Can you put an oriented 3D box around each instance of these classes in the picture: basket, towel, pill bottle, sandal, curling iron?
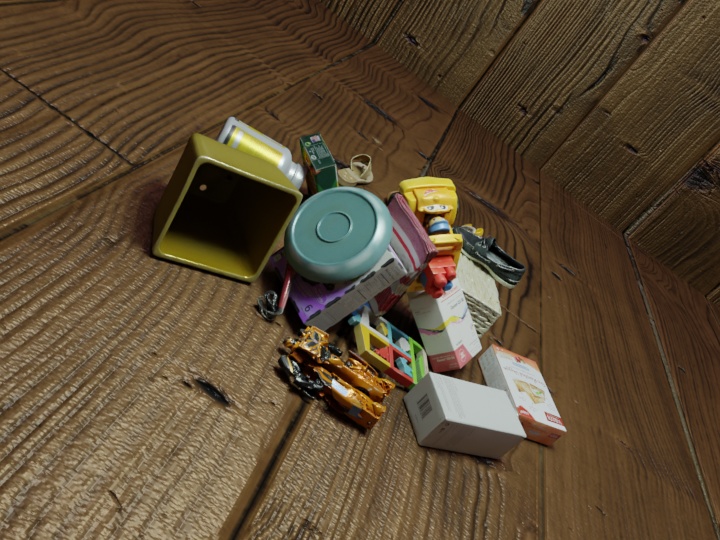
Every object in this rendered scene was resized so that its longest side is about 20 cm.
[{"bbox_3d":[0.227,0.057,1.513,0.135,0.123,0.200,31,28,-16],"label":"basket"},{"bbox_3d":[0.051,-0.024,1.245,0.023,0.200,0.144,-2,51,-41],"label":"towel"},{"bbox_3d":[-0.220,-0.236,1.437,0.200,0.112,0.112,29,30,-17],"label":"pill bottle"},{"bbox_3d":[0.002,-0.280,1.804,0.078,0.070,0.212,41,28,5],"label":"sandal"},{"bbox_3d":[-0.132,-0.006,1.183,0.049,0.026,0.200,21,66,-2],"label":"curling iron"}]

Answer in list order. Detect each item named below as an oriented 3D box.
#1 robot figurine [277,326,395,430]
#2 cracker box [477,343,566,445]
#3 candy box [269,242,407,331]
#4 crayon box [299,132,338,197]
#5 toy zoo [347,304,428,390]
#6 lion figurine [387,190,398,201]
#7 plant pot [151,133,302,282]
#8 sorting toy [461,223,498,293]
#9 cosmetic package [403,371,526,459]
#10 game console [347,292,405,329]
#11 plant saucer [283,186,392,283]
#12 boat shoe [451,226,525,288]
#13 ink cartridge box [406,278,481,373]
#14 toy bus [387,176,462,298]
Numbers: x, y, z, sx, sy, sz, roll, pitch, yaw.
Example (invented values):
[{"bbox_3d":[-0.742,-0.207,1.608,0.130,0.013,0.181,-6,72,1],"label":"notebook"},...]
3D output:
[{"bbox_3d":[-0.042,0.168,1.107,0.200,0.058,0.145,37,27,-3],"label":"robot figurine"},{"bbox_3d":[0.340,0.262,1.414,0.134,0.058,0.200,23,32,-25],"label":"cracker box"},{"bbox_3d":[-0.043,-0.011,1.212,0.168,0.200,0.072,57,6,33],"label":"candy box"},{"bbox_3d":[-0.087,-0.191,1.503,0.051,0.200,0.127,-17,48,-10],"label":"crayon box"},{"bbox_3d":[0.053,0.145,1.254,0.200,0.020,0.131,36,28,-24],"label":"toy zoo"},{"bbox_3d":[0.117,-0.166,1.788,0.122,0.073,0.200,0,31,-32],"label":"lion figurine"},{"bbox_3d":[-0.251,-0.131,1.182,0.194,0.196,0.200,18,25,-32],"label":"plant pot"},{"bbox_3d":[0.288,-0.014,1.688,0.180,0.107,0.200,58,-1,-14],"label":"sorting toy"},{"bbox_3d":[0.190,0.265,1.207,0.200,0.085,0.108,21,33,-31],"label":"cosmetic package"},{"bbox_3d":[0.000,0.000,1.351,0.200,0.176,0.116,41,0,4],"label":"game console"},{"bbox_3d":[-0.044,-0.072,1.172,0.200,0.200,0.027,58,-5,33],"label":"plant saucer"},{"bbox_3d":[0.297,-0.045,1.537,0.199,0.066,0.074,45,42,9],"label":"boat shoe"},{"bbox_3d":[0.168,0.092,1.354,0.116,0.067,0.200,-27,98,-55],"label":"ink cartridge box"},{"bbox_3d":[0.132,-0.049,1.261,0.135,0.200,0.192,-4,39,-18],"label":"toy bus"}]
